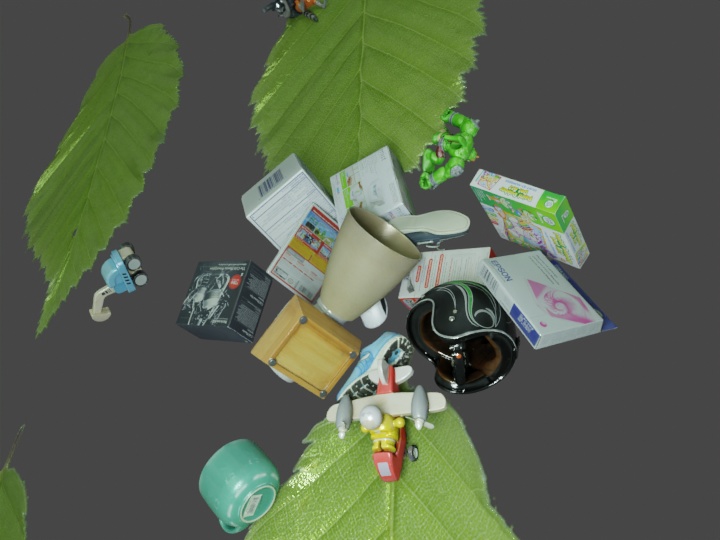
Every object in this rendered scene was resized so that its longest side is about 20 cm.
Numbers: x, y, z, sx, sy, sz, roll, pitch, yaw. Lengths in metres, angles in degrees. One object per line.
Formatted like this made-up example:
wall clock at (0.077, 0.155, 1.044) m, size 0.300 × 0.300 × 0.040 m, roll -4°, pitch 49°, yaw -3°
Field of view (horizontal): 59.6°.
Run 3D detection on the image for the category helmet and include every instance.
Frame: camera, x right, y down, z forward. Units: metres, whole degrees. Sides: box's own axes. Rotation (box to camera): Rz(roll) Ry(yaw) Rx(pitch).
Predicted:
helmet at (0.191, 0.113, 1.191) m, size 0.198 × 0.201 × 0.192 m, roll -35°, pitch 32°, yaw 10°

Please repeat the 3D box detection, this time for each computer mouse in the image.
computer mouse at (0.016, 0.038, 1.453) m, size 0.108 × 0.044 × 0.203 m, roll -27°, pitch 51°, yaw 16°

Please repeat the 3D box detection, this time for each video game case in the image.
video game case at (-0.121, -0.040, 1.530) m, size 0.202 × 0.142 × 0.017 m, roll -57°, pitch 28°, yaw -10°

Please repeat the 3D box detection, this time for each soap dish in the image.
soap dish at (-0.108, 0.170, 1.338) m, size 0.158 × 0.199 × 0.081 m, roll -50°, pitch 27°, yaw 5°

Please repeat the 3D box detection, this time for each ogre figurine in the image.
ogre figurine at (0.213, -0.288, 1.488) m, size 0.119 × 0.099 × 0.201 m, roll 11°, pitch 57°, yaw 50°

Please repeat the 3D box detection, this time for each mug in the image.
mug at (-0.239, 0.459, 1.310) m, size 0.151 × 0.187 × 0.114 m, roll -37°, pitch 46°, yaw -25°

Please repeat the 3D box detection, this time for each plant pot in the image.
plant pot at (0.000, 0.000, 1.347) m, size 0.202 × 0.185 × 0.188 m, roll -55°, pitch 45°, yaw 17°

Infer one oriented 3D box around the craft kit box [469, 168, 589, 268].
craft kit box at (0.330, -0.100, 1.222) m, size 0.196 × 0.200 × 0.049 m, roll 25°, pitch 77°, yaw 42°

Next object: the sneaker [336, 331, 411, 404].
sneaker at (0.022, 0.212, 1.337) m, size 0.200 × 0.078 × 0.090 m, roll -46°, pitch 29°, yaw -4°

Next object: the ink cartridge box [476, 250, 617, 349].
ink cartridge box at (0.343, 0.042, 1.148) m, size 0.196 × 0.044 × 0.198 m, roll -10°, pitch 45°, yaw -24°

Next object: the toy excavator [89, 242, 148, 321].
toy excavator at (-0.755, 0.039, 1.924) m, size 0.197 × 0.197 × 0.100 m, roll -26°, pitch 44°, yaw -20°

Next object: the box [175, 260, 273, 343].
box at (-0.352, 0.079, 1.635) m, size 0.197 × 0.104 × 0.186 m, roll -1°, pitch 63°, yaw 34°

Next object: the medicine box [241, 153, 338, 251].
medicine box at (-0.165, -0.151, 1.577) m, size 0.181 × 0.200 × 0.103 m, roll -38°, pitch 38°, yaw 7°

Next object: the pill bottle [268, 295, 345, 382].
pill bottle at (-0.123, 0.148, 1.433) m, size 0.200 × 0.111 × 0.111 m, roll -44°, pitch 48°, yaw 2°

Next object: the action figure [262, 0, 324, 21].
action figure at (-0.234, -0.897, 2.165) m, size 0.191 × 0.106 × 0.199 m, roll 18°, pitch 48°, yaw 44°

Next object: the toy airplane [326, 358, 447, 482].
toy airplane at (0.044, 0.267, 1.199) m, size 0.199 × 0.140 × 0.202 m, roll 40°, pitch 99°, yaw 32°

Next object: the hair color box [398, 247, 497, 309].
hair color box at (0.187, 0.019, 1.337) m, size 0.196 × 0.064 × 0.113 m, roll -3°, pitch 61°, yaw 32°

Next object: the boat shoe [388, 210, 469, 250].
boat shoe at (0.154, -0.086, 1.421) m, size 0.196 × 0.062 × 0.076 m, roll -6°, pitch 43°, yaw 21°

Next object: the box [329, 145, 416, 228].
box at (0.029, -0.175, 1.539) m, size 0.174 × 0.097 × 0.203 m, roll -26°, pitch 51°, yaw 17°
